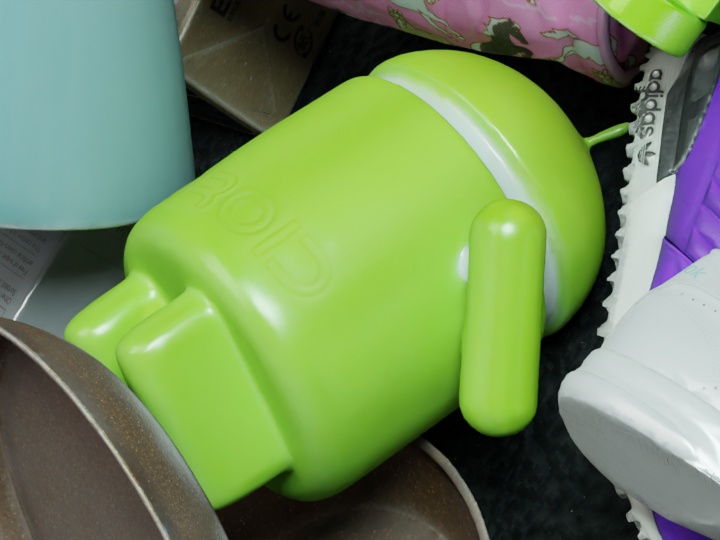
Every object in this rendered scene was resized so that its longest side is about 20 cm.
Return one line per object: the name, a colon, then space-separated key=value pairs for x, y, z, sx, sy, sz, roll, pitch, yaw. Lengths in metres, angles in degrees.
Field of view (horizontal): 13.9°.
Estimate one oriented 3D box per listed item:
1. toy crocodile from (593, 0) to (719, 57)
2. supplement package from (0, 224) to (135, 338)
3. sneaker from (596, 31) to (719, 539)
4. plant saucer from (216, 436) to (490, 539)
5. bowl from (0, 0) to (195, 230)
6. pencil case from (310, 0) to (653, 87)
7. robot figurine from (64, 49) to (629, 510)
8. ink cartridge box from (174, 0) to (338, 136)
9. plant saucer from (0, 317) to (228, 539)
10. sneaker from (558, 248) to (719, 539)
toy crocodile: x=0.137 y=-0.083 z=0.920 sx=0.200 sy=0.062 sz=0.068 roll=36 pitch=102 yaw=17
supplement package: x=-0.141 y=0.047 z=1.152 sx=0.117 sy=0.117 sz=0.200 roll=31 pitch=90 yaw=46
sneaker: x=0.137 y=0.005 z=0.950 sx=0.099 sy=0.070 sz=0.201 roll=-8 pitch=64 yaw=30
plant saucer: x=-0.021 y=0.150 z=1.038 sx=0.200 sy=0.037 sz=0.201 roll=-23 pitch=52 yaw=32
bowl: x=-0.147 y=-0.098 z=1.043 sx=0.201 sy=0.200 sz=0.105 roll=33 pitch=116 yaw=48
pencil case: x=0.023 y=-0.130 z=1.031 sx=0.199 sy=0.087 sz=0.083 roll=20 pitch=65 yaw=25
robot figurine: x=0.000 y=0.000 z=1.015 sx=0.200 sy=0.116 sz=0.175 roll=-35 pitch=20 yaw=-22
ink cartridge box: x=-0.064 y=-0.171 z=1.241 sx=0.164 sy=0.075 sz=0.201 roll=18 pitch=81 yaw=46
plant saucer: x=-0.087 y=0.100 z=0.997 sx=0.032 sy=0.201 sz=0.200 roll=-26 pitch=33 yaw=-28
sneaker: x=0.159 y=0.060 z=0.865 sx=0.200 sy=0.075 sz=0.089 roll=35 pitch=70 yaw=22
